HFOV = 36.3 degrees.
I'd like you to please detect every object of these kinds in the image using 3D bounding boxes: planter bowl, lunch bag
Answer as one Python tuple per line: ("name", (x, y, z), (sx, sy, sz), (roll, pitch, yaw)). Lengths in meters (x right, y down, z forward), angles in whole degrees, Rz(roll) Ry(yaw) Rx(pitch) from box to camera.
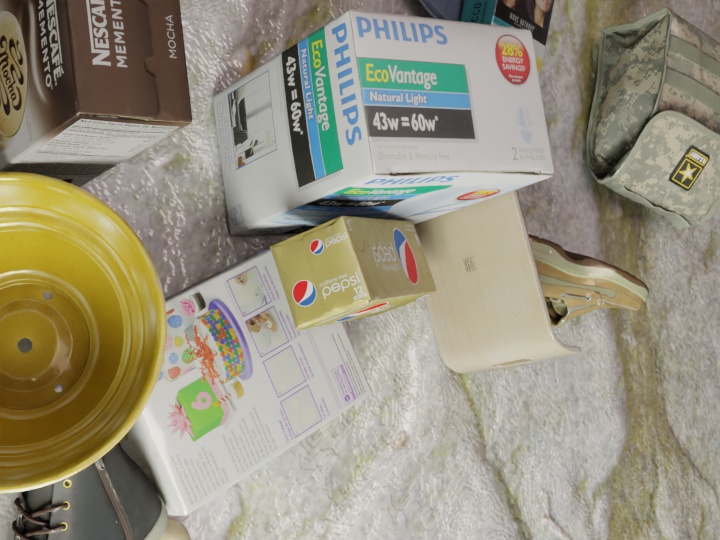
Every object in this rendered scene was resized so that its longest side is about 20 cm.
("planter bowl", (-0.226, 0.044, 0.726), (0.198, 0.083, 0.203), (2, 78, -8))
("lunch bag", (0.343, -0.161, 1.224), (0.163, 0.117, 0.202), (20, 74, -33))

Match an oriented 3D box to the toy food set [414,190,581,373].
("toy food set", (0.119, -0.011, 0.993), (0.060, 0.143, 0.202), (-14, 88, -39))

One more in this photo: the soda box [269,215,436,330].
("soda box", (0.000, 0.000, 0.882), (0.068, 0.063, 0.200), (71, 16, 5))

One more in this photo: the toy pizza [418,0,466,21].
("toy pizza", (0.103, -0.332, 1.121), (0.198, 0.032, 0.203), (5, 82, -38))

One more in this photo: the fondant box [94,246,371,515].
("fondant box", (-0.100, 0.077, 0.856), (0.199, 0.058, 0.146), (-29, 98, -40))

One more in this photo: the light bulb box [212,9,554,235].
("light bulb box", (0.016, -0.111, 0.897), (0.197, 0.199, 0.126), (-4, 82, -38))

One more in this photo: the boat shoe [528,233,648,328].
("boat shoe", (0.206, 0.021, 1.113), (0.198, 0.071, 0.077), (17, 84, -27))

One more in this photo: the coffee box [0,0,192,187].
("coffee box", (-0.197, -0.127, 0.732), (0.079, 0.199, 0.115), (-1, 80, -38))

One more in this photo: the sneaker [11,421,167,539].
("sneaker", (-0.212, 0.192, 0.713), (0.201, 0.074, 0.107), (-59, 139, -42))

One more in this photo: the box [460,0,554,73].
("box", (0.138, -0.218, 1.089), (0.082, 0.049, 0.203), (18, 81, -38))

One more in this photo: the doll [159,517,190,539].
("doll", (-0.146, 0.278, 0.779), (0.135, 0.048, 0.203), (14, 72, -36))
